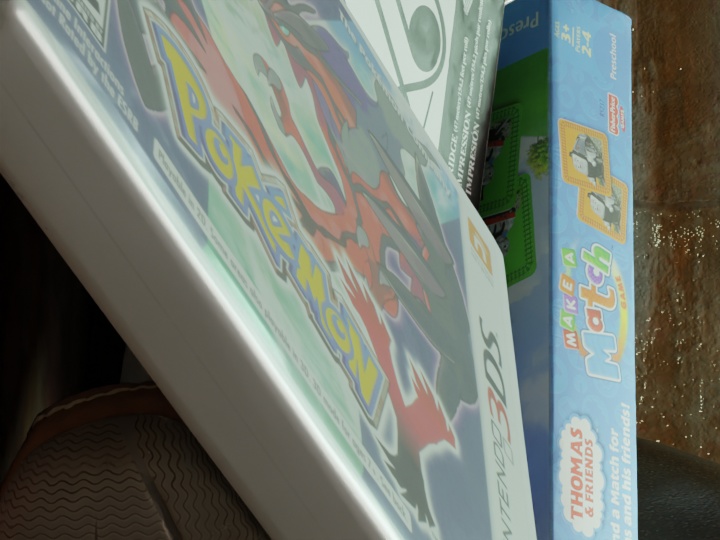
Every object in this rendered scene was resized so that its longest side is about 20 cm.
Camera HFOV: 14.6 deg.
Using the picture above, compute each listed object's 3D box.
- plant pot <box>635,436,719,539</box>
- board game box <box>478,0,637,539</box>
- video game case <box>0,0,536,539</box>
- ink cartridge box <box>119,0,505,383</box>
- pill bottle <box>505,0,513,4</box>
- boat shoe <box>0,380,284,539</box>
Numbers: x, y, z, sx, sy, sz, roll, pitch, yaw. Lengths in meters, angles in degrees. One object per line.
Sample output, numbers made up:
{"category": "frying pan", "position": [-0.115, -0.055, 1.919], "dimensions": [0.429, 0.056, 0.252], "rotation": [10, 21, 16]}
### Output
{"category": "plant pot", "position": [0.109, 0.141, 0.748], "dimensions": [0.200, 0.186, 0.188], "rotation": [179, -90, -65]}
{"category": "board game box", "position": [0.011, 0.040, 0.766], "dimensions": [0.037, 0.151, 0.201], "rotation": [21, 59, -37]}
{"category": "video game case", "position": [-0.017, -0.019, 0.556], "dimensions": [0.200, 0.023, 0.182], "rotation": [56, 17, -31]}
{"category": "ink cartridge box", "position": [-0.012, 0.002, 0.691], "dimensions": [0.094, 0.044, 0.201], "rotation": [27, 67, -57]}
{"category": "pill bottle", "position": [0.010, -0.167, 0.895], "dimensions": [0.116, 0.115, 0.200], "rotation": [-84, 172, -54]}
{"category": "boat shoe", "position": [-0.035, 0.087, 0.574], "dimensions": [0.200, 0.075, 0.072], "rotation": [81, 2, -46]}
